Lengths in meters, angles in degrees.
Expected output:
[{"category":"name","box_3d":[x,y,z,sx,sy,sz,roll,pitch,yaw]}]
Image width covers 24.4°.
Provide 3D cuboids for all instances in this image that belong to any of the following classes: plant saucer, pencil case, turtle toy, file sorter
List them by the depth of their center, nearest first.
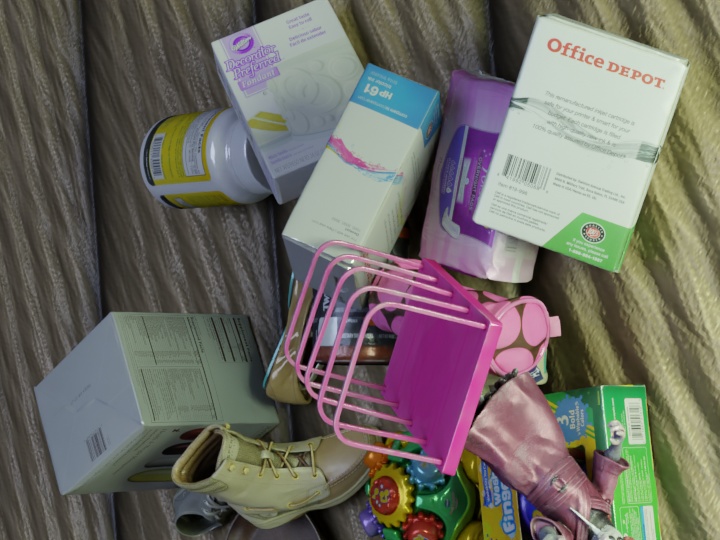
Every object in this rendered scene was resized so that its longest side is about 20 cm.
[{"category":"file sorter","box_3d":[0.020,0.069,1.481,0.200,0.124,0.140,-133,58,-68]},{"category":"pencil case","box_3d":[0.098,0.044,1.614,0.199,0.093,0.092,22,128,50]},{"category":"turtle toy","box_3d":[0.055,0.251,1.696,0.145,0.100,0.203,4,90,48]},{"category":"plant saucer","box_3d":[-0.090,0.357,1.902,0.199,0.032,0.203,-4,84,47]}]

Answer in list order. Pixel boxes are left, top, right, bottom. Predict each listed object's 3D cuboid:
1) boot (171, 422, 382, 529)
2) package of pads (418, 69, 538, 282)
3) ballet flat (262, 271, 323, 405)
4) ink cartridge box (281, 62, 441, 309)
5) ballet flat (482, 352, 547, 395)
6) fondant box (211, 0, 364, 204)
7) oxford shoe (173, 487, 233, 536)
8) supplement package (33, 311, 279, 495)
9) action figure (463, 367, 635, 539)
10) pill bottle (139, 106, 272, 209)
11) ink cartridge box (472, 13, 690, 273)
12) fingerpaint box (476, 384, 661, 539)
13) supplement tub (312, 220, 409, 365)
[{"category":"boot","box_3d":[-0.090,0.205,1.802,0.199,0.155,0.073,-28,50,28]},{"category":"package of pads","box_3d":[0.132,-0.095,1.654,0.120,0.075,0.203,19,100,50]},{"category":"ballet flat","box_3d":[-0.054,0.058,1.874,0.062,0.069,0.202,21,107,18]},{"category":"ink cartridge box","box_3d":[0.004,-0.080,1.655,0.084,0.145,0.202,22,74,11]},{"category":"ballet flat","box_3d":[0.111,0.113,1.678,0.199,0.069,0.070,-22,71,44]},{"category":"fondant box","box_3d":[-0.063,-0.189,1.830,0.058,0.143,0.201,79,167,-60]},{"category":"oxford shoe","box_3d":[-0.164,0.258,1.954,0.200,0.075,0.058,-45,33,44]},{"category":"supplement package","box_3d":[-0.241,0.158,1.958,0.191,0.199,0.148,-40,60,39]},{"category":"action figure","box_3d":[0.164,0.192,1.471,0.200,0.134,0.149,50,156,8]},{"category":"pill bottle","box_3d":[-0.160,-0.133,1.953,0.199,0.113,0.116,-1,86,48]},{"category":"ink cartridge box","box_3d":[0.204,-0.121,1.526,0.145,0.083,0.202,21,105,9]},{"category":"fingerpaint box","box_3d":[0.193,0.217,1.565,0.166,0.073,0.203,-14,77,46]},{"category":"supplement tub","box_3d":[0.000,0.000,1.771,0.106,0.106,0.203,-5,84,47]}]
